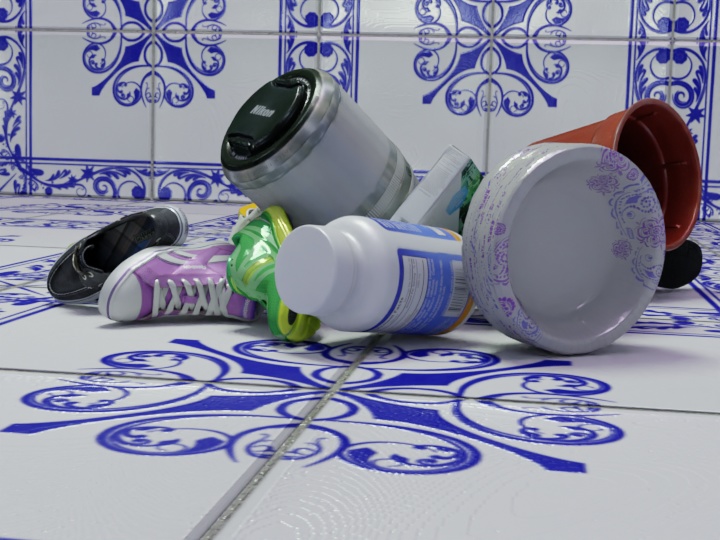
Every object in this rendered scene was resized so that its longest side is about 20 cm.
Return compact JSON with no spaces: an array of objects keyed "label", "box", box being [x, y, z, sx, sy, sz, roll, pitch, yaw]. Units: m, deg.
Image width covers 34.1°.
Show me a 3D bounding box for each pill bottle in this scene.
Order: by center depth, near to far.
[{"label":"pill bottle","box":[0.016,0.006,1.141,0.112,0.112,0.200,8,2,44]}]

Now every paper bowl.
[{"label":"paper bowl","box":[0.188,-0.024,1.146,0.200,0.201,0.104,-2,8,-27]}]

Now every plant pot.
[{"label":"plant pot","box":[0.326,-0.118,1.605,0.201,0.201,0.195,-4,-1,-42]}]

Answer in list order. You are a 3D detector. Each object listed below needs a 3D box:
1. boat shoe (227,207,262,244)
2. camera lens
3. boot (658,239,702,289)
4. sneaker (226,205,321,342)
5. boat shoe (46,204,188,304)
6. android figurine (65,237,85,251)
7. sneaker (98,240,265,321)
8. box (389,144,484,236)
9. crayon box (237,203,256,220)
[{"label":"boat shoe","box":[-0.127,-0.047,1.486,0.200,0.065,0.074,-35,-19,30]},{"label":"camera lens","box":[-0.045,-0.115,1.320,0.200,0.160,0.160,43,-19,-33]},{"label":"boot","box":[0.370,-0.017,1.682,0.203,0.074,0.154,-8,13,-30]},{"label":"sneaker","box":[-0.091,0.014,1.201,0.084,0.074,0.200,-27,35,7]},{"label":"boat shoe","box":[-0.282,-0.015,1.298,0.200,0.070,0.066,-21,-6,24]},{"label":"android figurine","box":[-0.258,-0.005,1.416,0.182,0.041,0.200,11,-9,-26]},{"label":"sneaker","box":[-0.171,0.021,1.247,0.114,0.073,0.200,29,34,33]},{"label":"box","box":[0.094,-0.045,1.331,0.036,0.144,0.200,39,0,24]},{"label":"crayon box","box":[-0.066,-0.061,1.582,0.200,0.058,0.119,-17,33,10]}]
